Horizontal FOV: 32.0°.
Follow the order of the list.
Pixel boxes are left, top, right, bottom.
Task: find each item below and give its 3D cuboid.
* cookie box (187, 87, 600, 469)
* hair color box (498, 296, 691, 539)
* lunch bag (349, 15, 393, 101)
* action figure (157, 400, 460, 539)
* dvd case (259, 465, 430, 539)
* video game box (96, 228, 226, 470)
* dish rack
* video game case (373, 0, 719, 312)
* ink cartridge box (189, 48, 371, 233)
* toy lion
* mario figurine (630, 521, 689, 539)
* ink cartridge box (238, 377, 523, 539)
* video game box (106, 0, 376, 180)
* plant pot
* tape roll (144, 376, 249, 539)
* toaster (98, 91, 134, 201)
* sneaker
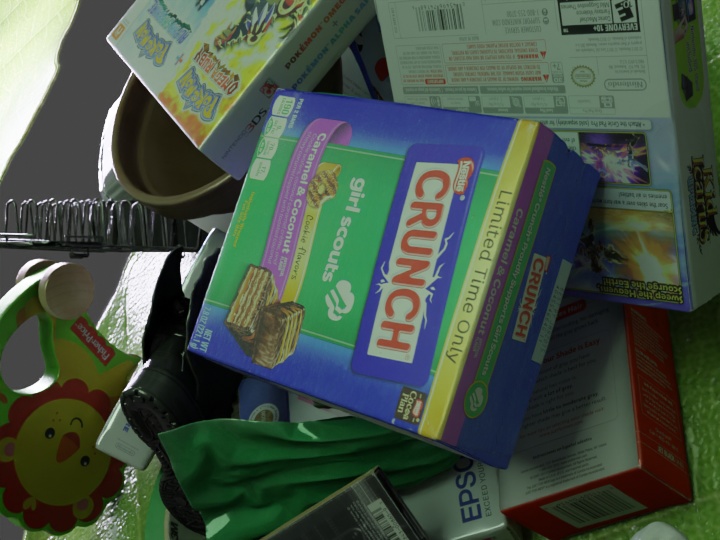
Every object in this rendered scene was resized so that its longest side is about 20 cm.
[{"bbox_3d":[0.014,-0.003,0.708,0.198,0.075,0.173,14,82,41],"label":"cookie box"},{"bbox_3d":[0.137,0.053,0.775,0.101,0.061,0.202,-25,48,35],"label":"hair color box"},{"bbox_3d":[0.099,-0.144,0.845,0.169,0.199,0.125,2,65,48],"label":"lunch bag"},{"bbox_3d":[-0.012,0.112,0.781,0.197,0.119,0.055,-15,39,8],"label":"action figure"},{"bbox_3d":[-0.020,0.229,0.782,0.199,0.150,0.016,-35,0,26],"label":"dvd case"},{"bbox_3d":[-0.148,0.070,1.014,0.184,0.046,0.200,-65,5,-11],"label":"video game box"},{"bbox_3d":[-0.235,-0.037,1.077,0.152,0.199,0.055,-1,90,35],"label":"dish rack"},{"bbox_3d":[0.106,-0.079,0.722,0.198,0.045,0.184,8,115,45],"label":"video game case"},{"bbox_3d":[-0.055,-0.123,1.071,0.124,0.128,0.202,-16,52,42],"label":"ink cartridge box"},{"bbox_3d":[-0.267,0.121,1.093,0.068,0.201,0.192,7,50,48],"label":"toy lion"},{"bbox_3d":[0.144,0.202,0.624,0.198,0.106,0.125,-22,51,37],"label":"mario figurine"},{"bbox_3d":[-0.001,0.119,0.852,0.198,0.043,0.198,-19,50,13],"label":"ink cartridge box"},{"bbox_3d":[-0.075,-0.181,0.850,0.183,0.047,0.200,-51,41,7],"label":"video game box"},{"bbox_3d":[-0.081,-0.114,0.914,0.199,0.093,0.203,-22,50,28],"label":"plant pot"},{"bbox_3d":[-0.085,0.174,0.959,0.199,0.048,0.203,-30,44,33],"label":"tape roll"},{"bbox_3d":[-0.186,-0.133,1.244,0.129,0.113,0.202,-35,43,31],"label":"toaster"},{"bbox_3d":[-0.106,0.088,0.855,0.059,0.201,0.105,7,48,23],"label":"sneaker"}]
